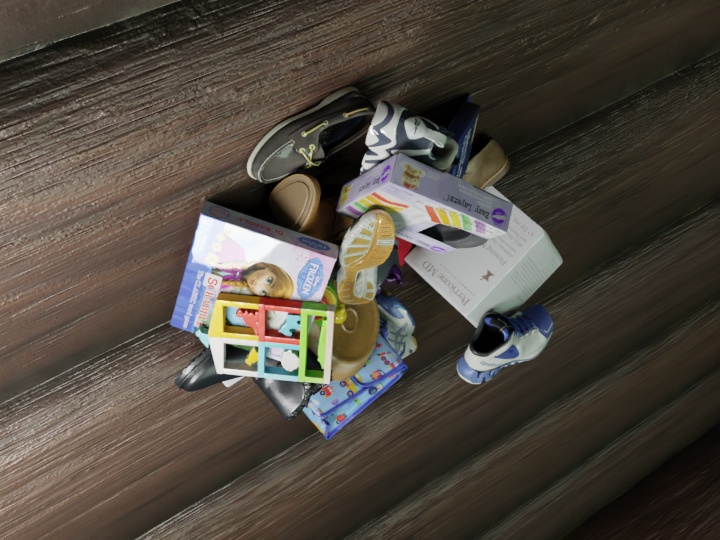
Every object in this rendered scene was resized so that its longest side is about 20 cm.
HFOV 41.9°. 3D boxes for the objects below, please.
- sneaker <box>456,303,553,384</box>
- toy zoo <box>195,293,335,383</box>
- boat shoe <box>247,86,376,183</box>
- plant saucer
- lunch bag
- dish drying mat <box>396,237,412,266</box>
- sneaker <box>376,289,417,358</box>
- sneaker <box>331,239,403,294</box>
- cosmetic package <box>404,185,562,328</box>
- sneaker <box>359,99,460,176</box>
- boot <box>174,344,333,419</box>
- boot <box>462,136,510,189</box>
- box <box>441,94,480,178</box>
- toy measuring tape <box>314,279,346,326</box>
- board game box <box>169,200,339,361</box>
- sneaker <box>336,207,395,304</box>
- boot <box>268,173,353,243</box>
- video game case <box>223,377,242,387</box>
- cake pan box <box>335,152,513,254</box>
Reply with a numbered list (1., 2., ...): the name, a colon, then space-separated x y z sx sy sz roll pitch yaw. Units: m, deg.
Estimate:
1. sneaker: 0.261 0.113 1.638 0.199 0.081 0.115 -29 151 -22
2. toy zoo: -0.138 0.098 1.354 0.199 0.020 0.132 6 121 1
3. boat shoe: -0.065 -0.183 1.314 0.201 0.061 0.072 -37 145 -11
4. plant saucer: -0.029 0.081 1.541 0.200 0.035 0.201 7 80 -46
5. lunch bag: -0.028 0.166 1.632 0.200 0.151 0.094 -35 151 -17
6. dish drying mat: 0.076 -0.087 1.598 0.077 0.018 0.201 -10 133 -40
7. sneaker: 0.051 0.117 1.732 0.088 0.075 0.200 -35 144 -13
8. sneaker: 0.000 0.000 1.507 0.199 0.088 0.074 -14 174 -44
9. cosmetic package: 0.223 -0.019 1.675 0.200 0.167 0.166 -47 152 2
10. sneaker: 0.073 -0.160 1.318 0.199 0.129 0.080 102 9 -67
11. boot: -0.160 0.166 1.439 0.200 0.168 0.076 -39 177 -13
12. boot: 0.166 -0.146 1.595 0.200 0.074 0.076 -47 135 -11
13. box: 0.147 -0.181 1.471 0.200 0.032 0.122 -59 163 -48
14. toy measuring tape: -0.101 0.024 1.430 0.199 0.074 0.074 29 107 -20
15. board game box: -0.154 0.023 1.347 0.199 0.041 0.201 18 121 -5
16. sneaker: -0.002 -0.037 1.368 0.075 0.088 0.200 4 144 -13
17. boot: -0.063 -0.089 1.397 0.154 0.074 0.200 -23 159 -36
18. video game case: -0.166 0.083 1.520 0.182 0.023 0.200 -33 144 -17
19. cake pan box: 0.090 -0.088 1.328 0.199 0.184 0.053 21 75 -22
